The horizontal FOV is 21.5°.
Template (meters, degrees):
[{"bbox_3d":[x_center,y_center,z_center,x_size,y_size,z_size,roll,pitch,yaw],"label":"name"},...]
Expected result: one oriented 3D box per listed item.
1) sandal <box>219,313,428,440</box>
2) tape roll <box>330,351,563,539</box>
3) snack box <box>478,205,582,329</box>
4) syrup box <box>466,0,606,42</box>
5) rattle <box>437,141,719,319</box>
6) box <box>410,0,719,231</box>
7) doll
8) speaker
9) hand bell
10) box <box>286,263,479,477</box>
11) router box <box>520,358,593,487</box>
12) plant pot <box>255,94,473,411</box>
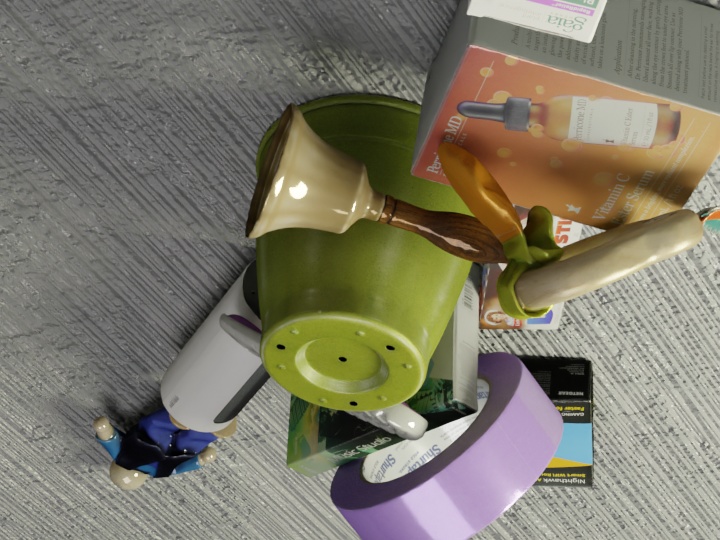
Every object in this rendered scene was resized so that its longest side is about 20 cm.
[{"bbox_3d":[-0.025,0.079,1.575,0.203,0.050,0.082,29,169,19],"label":"sandal"},{"bbox_3d":[0.072,0.158,1.610,0.200,0.200,0.066,-26,108,37],"label":"tape roll"},{"bbox_3d":[0.142,-0.018,1.573,0.072,0.024,0.200,0,143,-4],"label":"snack box"},{"bbox_3d":[0.121,-0.241,1.154,0.079,0.200,0.081,13,143,-2],"label":"syrup box"},{"bbox_3d":[0.178,-0.054,1.349,0.200,0.143,0.130,-23,167,15],"label":"rattle"},{"bbox_3d":[0.155,-0.125,1.373,0.200,0.106,0.152,15,143,-6],"label":"box"},{"bbox_3d":[-0.201,0.170,1.883,0.136,0.049,0.200,16,150,-23],"label":"doll"},{"bbox_3d":[-0.109,0.067,1.705,0.081,0.081,0.200,23,140,-16],"label":"speaker"},{"bbox_3d":[0.025,-0.041,1.395,0.200,0.104,0.104,19,142,-10],"label":"hand bell"},{"bbox_3d":[0.018,0.084,1.641,0.036,0.144,0.200,30,139,-35],"label":"box"},{"bbox_3d":[0.118,0.142,1.768,0.200,0.051,0.149,1,142,9],"label":"router box"},{"bbox_3d":[0.000,0.000,1.499,0.200,0.193,0.200,6,143,5],"label":"plant pot"}]
